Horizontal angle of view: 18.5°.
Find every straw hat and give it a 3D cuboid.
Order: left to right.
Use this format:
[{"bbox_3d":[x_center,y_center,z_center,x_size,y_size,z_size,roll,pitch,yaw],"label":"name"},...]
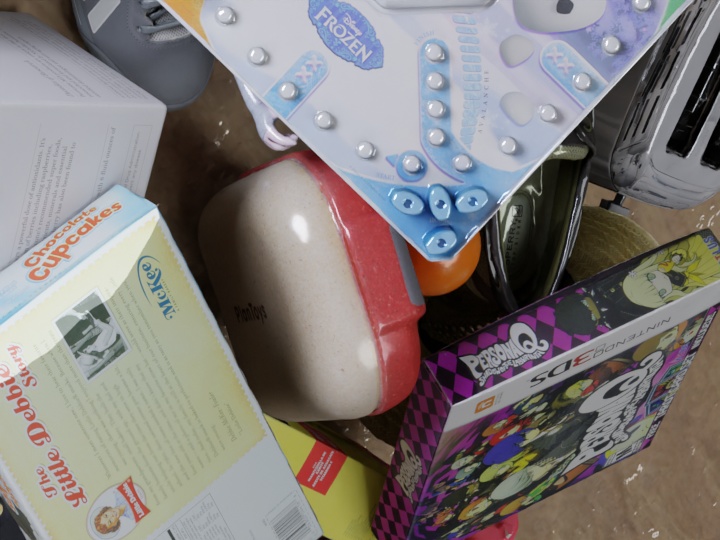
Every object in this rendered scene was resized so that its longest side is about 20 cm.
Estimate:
[{"bbox_3d":[0.072,0.011,1.271,0.199,0.085,0.202,-12,133,-13],"label":"straw hat"}]

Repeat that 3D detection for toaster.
[{"bbox_3d":[0.162,-0.130,1.246,0.113,0.129,0.201,15,103,-49],"label":"toaster"}]

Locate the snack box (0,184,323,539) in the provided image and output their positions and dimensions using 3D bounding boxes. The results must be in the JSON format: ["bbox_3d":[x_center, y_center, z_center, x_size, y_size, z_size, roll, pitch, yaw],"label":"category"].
[{"bbox_3d":[-0.102,0.077,0.972,0.116,0.037,0.201,-38,126,-21],"label":"snack box"}]

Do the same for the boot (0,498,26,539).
[{"bbox_3d":[-0.170,0.105,1.096,0.198,0.073,0.152,5,88,-8],"label":"boot"}]

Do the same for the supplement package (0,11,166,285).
[{"bbox_3d":[-0.205,-0.040,0.942,0.199,0.119,0.122,-2,117,-44],"label":"supplement package"}]

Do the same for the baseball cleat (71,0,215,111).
[{"bbox_3d":[-0.094,-0.148,0.997,0.069,0.106,0.201,-22,125,-17],"label":"baseball cleat"}]

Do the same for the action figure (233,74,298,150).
[{"bbox_3d":[-0.005,-0.138,1.024,0.133,0.150,0.200,-29,145,14],"label":"action figure"}]

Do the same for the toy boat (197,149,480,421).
[{"bbox_3d":[0.000,0.000,1.114,0.130,0.200,0.132,-18,92,-19],"label":"toy boat"}]

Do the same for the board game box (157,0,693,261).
[{"bbox_3d":[0.029,-0.140,0.921,0.200,0.200,0.026,-47,-177,5],"label":"board game box"}]

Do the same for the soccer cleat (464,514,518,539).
[{"bbox_3d":[0.015,0.184,1.360,0.199,0.067,0.077,-24,161,-40],"label":"soccer cleat"}]

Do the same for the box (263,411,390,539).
[{"bbox_3d":[-0.044,0.104,1.230,0.200,0.075,0.050,33,90,-49],"label":"box"}]

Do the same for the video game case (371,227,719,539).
[{"bbox_3d":[0.100,0.073,1.195,0.180,0.036,0.201,-23,154,-21],"label":"video game case"}]

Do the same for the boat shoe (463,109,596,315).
[{"bbox_3d":[0.091,-0.070,1.127,0.071,0.066,0.203,-5,115,-24],"label":"boat shoe"}]
